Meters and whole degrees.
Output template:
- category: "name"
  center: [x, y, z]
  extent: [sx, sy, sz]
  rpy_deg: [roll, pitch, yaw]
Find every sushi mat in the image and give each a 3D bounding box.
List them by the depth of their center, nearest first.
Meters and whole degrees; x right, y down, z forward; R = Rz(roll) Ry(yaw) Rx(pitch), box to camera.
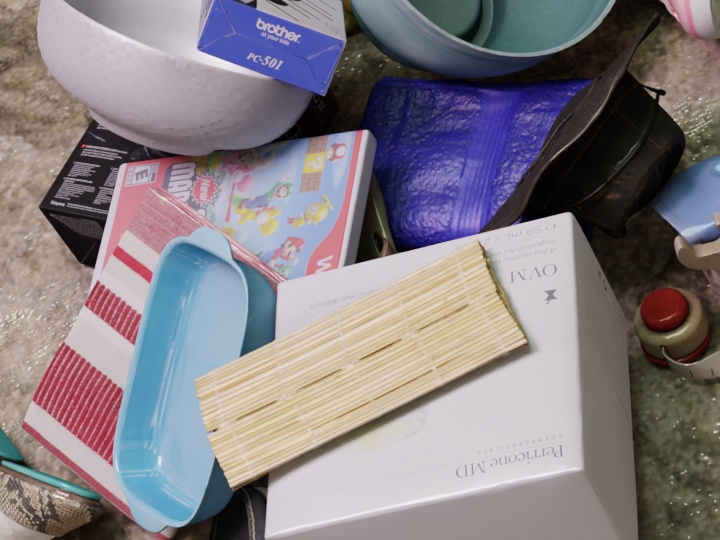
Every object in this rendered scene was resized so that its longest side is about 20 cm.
- category: "sushi mat"
  center: [-0.002, 0.056, 1.521]
  extent: [0.200, 0.012, 0.096]
  rpy_deg: [-26, 46, 6]

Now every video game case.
- category: "video game case"
  center: [-0.091, -0.023, 1.747]
  extent: [0.200, 0.017, 0.143]
  rpy_deg: [-6, 55, 26]

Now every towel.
- category: "towel"
  center: [-0.131, 0.063, 1.706]
  extent: [0.144, 0.023, 0.200]
  rpy_deg: [37, 107, 20]
- category: "towel"
  center: [0.080, -0.079, 1.786]
  extent: [0.200, 0.050, 0.148]
  rpy_deg: [1, 53, 28]

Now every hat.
- category: "hat"
  center: [0.157, -0.068, 1.634]
  extent: [0.081, 0.201, 0.201]
  rpy_deg: [36, 70, -2]

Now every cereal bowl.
- category: "cereal bowl"
  center: [-0.133, -0.136, 1.769]
  extent: [0.200, 0.200, 0.083]
  rpy_deg: [35, 113, 42]

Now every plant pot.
- category: "plant pot"
  center: [0.068, -0.219, 1.801]
  extent: [0.200, 0.200, 0.134]
  rpy_deg: [-63, 12, -27]

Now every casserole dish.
- category: "casserole dish"
  center: [-0.103, 0.072, 1.640]
  extent: [0.121, 0.039, 0.200]
  rpy_deg: [25, 105, 52]

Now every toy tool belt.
- category: "toy tool belt"
  center: [0.242, -0.038, 1.615]
  extent: [0.200, 0.123, 0.125]
  rpy_deg: [-38, 45, -5]

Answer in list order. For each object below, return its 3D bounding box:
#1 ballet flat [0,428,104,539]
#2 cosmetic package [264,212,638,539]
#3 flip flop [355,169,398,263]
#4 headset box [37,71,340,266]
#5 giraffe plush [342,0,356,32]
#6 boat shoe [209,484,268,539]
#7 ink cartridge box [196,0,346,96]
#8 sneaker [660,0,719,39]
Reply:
- category: "ballet flat"
  center: [-0.249, 0.153, 1.765]
  extent: [0.200, 0.068, 0.075]
  rpy_deg: [27, 91, 46]
- category: "cosmetic package"
  center: [0.057, 0.094, 1.554]
  extent: [0.199, 0.123, 0.200]
  rpy_deg: [-14, 49, 17]
- category: "flip flop"
  center: [0.000, 0.000, 1.731]
  extent: [0.081, 0.058, 0.200]
  rpy_deg: [-21, 69, 7]
- category: "headset box"
  center: [-0.121, -0.093, 1.884]
  extent: [0.149, 0.077, 0.200]
  rpy_deg: [10, 58, 32]
- category: "giraffe plush"
  center: [-0.011, -0.283, 1.948]
  extent: [0.200, 0.173, 0.162]
  rpy_deg: [-31, 66, -13]
- category: "boat shoe"
  center: [-0.087, 0.218, 1.596]
  extent: [0.072, 0.068, 0.200]
  rpy_deg: [-33, 40, 43]
- category: "ink cartridge box"
  center: [-0.062, -0.183, 1.775]
  extent: [0.200, 0.094, 0.044]
  rpy_deg: [-97, 28, -70]
- category: "sneaker"
  center: [0.206, -0.225, 1.822]
  extent: [0.105, 0.075, 0.200]
  rpy_deg: [-13, 41, 12]
